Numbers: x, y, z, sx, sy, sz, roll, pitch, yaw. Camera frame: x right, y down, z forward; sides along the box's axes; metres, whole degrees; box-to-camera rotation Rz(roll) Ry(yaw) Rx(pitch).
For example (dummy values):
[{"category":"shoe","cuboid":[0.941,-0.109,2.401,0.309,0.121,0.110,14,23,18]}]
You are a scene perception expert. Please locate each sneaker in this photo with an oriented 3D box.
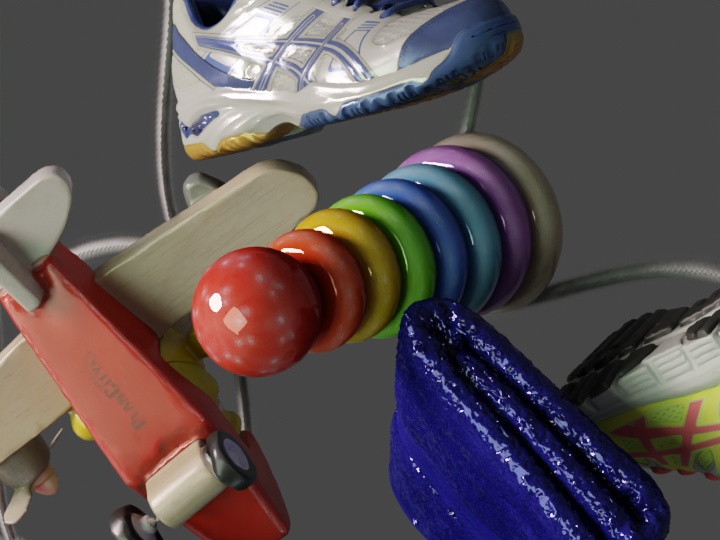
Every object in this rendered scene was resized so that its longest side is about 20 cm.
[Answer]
[{"category":"sneaker","cuboid":[0.148,0.063,1.114,0.090,0.078,0.200,53,141,-9]},{"category":"sneaker","cuboid":[-0.017,-0.109,1.195,0.200,0.075,0.088,-11,92,39]}]

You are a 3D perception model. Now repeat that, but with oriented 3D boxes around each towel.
[{"category":"towel","cuboid":[0.064,0.101,1.139,0.148,0.050,0.200,43,163,15]}]

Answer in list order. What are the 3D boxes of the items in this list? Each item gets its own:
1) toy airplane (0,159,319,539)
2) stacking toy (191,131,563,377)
[{"category":"toy airplane","cuboid":[-0.122,0.035,1.275,0.200,0.141,0.200,7,102,10]},{"category":"stacking toy","cuboid":[0.000,0.000,1.130,0.085,0.200,0.086,14,113,37]}]
